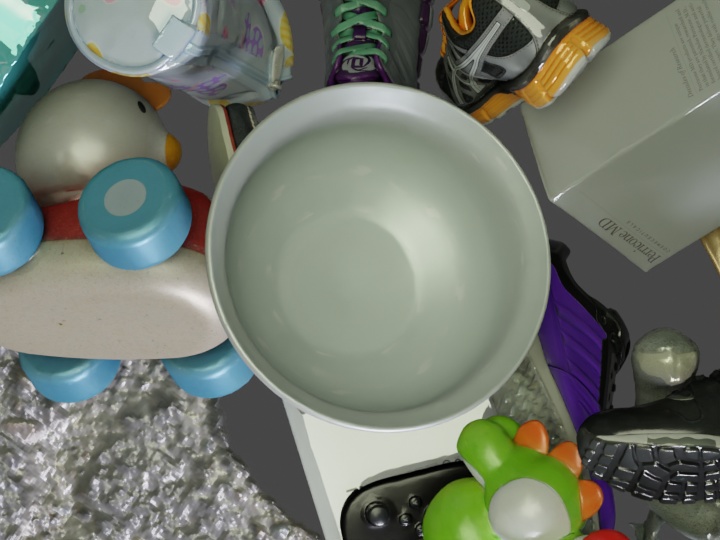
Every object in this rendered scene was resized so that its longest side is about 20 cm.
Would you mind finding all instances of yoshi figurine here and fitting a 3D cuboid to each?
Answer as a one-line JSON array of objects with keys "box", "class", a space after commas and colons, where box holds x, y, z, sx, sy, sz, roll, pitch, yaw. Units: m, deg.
[{"box": [0.105, 0.179, 1.278, 0.112, 0.112, 0.200, -31, 69, -7], "class": "yoshi figurine"}]

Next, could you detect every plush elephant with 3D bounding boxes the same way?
[{"box": [0.236, 0.135, 1.317, 0.155, 0.165, 0.200, 33, 114, 41], "class": "plush elephant"}]

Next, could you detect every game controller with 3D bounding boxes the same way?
[{"box": [0.054, 0.214, 1.380, 0.104, 0.042, 0.200, -12, 101, 5], "class": "game controller"}]

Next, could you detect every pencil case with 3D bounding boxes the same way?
[{"box": [-0.103, -0.144, 1.348, 0.083, 0.200, 0.091, -37, 78, 11], "class": "pencil case"}]

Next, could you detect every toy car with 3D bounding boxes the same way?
[{"box": [-0.147, -0.050, 1.384, 0.177, 0.184, 0.200, -3, 58, 14], "class": "toy car"}]

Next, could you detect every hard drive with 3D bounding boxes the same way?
[{"box": [0.023, 0.089, 1.412, 0.132, 0.027, 0.200, -18, 87, 6], "class": "hard drive"}]

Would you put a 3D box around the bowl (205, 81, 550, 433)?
[{"box": [0.000, 0.000, 1.302, 0.201, 0.090, 0.201, 4, 76, -16], "class": "bowl"}]

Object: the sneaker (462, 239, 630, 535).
[{"box": [0.127, 0.067, 1.367, 0.099, 0.070, 0.200, -13, 79, -34], "class": "sneaker"}]

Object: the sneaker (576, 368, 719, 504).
[{"box": [0.213, 0.074, 1.240, 0.200, 0.076, 0.088, 0, 62, -6], "class": "sneaker"}]

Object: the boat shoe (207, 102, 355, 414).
[{"box": [-0.039, -0.013, 1.376, 0.063, 0.071, 0.200, -19, 77, -11], "class": "boat shoe"}]

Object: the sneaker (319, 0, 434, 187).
[{"box": [0.009, -0.145, 1.388, 0.074, 0.088, 0.200, -5, 88, 6], "class": "sneaker"}]

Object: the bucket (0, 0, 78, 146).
[{"box": [-0.238, -0.170, 1.364, 0.135, 0.207, 0.207, 34, 92, 0], "class": "bucket"}]

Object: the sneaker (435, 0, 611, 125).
[{"box": [0.080, -0.137, 1.327, 0.077, 0.200, 0.078, 41, 78, -10], "class": "sneaker"}]

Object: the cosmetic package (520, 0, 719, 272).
[{"box": [0.206, -0.096, 1.310, 0.200, 0.113, 0.081, -36, 47, 24], "class": "cosmetic package"}]

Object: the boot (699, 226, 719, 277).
[{"box": [0.277, -0.094, 1.370, 0.200, 0.066, 0.175, -29, 72, 12], "class": "boot"}]

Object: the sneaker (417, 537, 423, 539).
[{"box": [0.098, 0.244, 1.343, 0.200, 0.071, 0.113, 31, 130, 11], "class": "sneaker"}]
